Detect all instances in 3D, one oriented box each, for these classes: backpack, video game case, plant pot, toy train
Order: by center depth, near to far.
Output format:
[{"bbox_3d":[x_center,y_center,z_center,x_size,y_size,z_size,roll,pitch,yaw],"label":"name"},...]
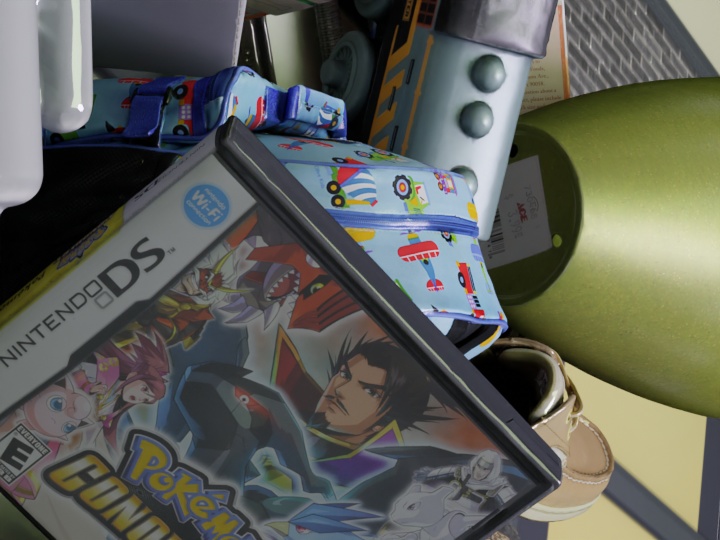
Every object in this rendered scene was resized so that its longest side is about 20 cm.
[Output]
[{"bbox_3d":[-0.051,0.064,1.096,0.200,0.181,0.026,46,21,-16],"label":"video game case"},{"bbox_3d":[-0.040,-0.015,1.183,0.182,0.199,0.135,12,78,-64],"label":"backpack"},{"bbox_3d":[0.033,-0.082,1.289,0.085,0.114,0.201,13,94,-25],"label":"toy train"},{"bbox_3d":[0.138,-0.019,1.417,0.200,0.187,0.188,5,84,-48],"label":"plant pot"}]

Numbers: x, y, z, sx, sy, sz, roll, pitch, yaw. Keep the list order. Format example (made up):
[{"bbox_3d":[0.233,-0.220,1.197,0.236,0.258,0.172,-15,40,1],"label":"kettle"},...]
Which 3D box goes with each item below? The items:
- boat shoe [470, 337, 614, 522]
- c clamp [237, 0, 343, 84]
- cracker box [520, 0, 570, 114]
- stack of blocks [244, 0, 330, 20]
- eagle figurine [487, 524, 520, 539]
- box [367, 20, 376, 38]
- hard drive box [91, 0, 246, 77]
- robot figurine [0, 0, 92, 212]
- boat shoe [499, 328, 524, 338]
[{"bbox_3d":[0.072,0.068,1.317,0.200,0.066,0.074,23,34,-50],"label":"boat shoe"},{"bbox_3d":[-0.024,-0.120,1.429,0.171,0.027,0.201,-28,114,-62],"label":"c clamp"},{"bbox_3d":[0.073,-0.177,1.534,0.134,0.057,0.201,-168,-107,-82],"label":"cracker box"},{"bbox_3d":[-0.008,-0.191,1.253,0.058,0.200,0.116,16,72,-44],"label":"stack of blocks"},{"bbox_3d":[0.051,0.140,1.443,0.200,0.152,0.151,-24,80,-40],"label":"eagle figurine"},{"bbox_3d":[0.029,-0.135,1.473,0.122,0.047,0.201,-124,-150,-85],"label":"box"},{"bbox_3d":[-0.080,-0.183,1.149,0.200,0.076,0.156,109,-15,-77],"label":"hard drive box"},{"bbox_3d":[-0.175,-0.087,0.994,0.169,0.113,0.201,-2,91,-36],"label":"robot figurine"},{"bbox_3d":[0.057,0.045,1.544,0.200,0.073,0.075,47,47,-55],"label":"boat shoe"}]
